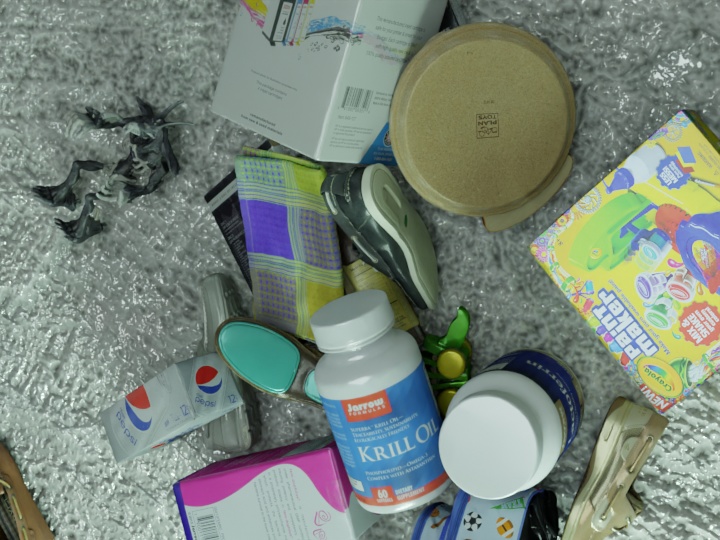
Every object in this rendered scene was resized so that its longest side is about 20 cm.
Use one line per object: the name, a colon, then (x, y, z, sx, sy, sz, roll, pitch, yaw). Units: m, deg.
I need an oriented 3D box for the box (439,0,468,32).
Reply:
box: (-0.007, -0.285, 1.278, 0.198, 0.050, 0.201, -24, 86, 22)

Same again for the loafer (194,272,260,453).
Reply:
loafer: (-0.160, 0.105, 1.367, 0.068, 0.070, 0.204, -6, 94, 12)

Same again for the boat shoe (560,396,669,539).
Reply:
boat shoe: (0.250, 0.231, 1.225, 0.064, 0.071, 0.203, 21, 101, 18)

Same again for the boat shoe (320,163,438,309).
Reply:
boat shoe: (0.027, -0.030, 1.238, 0.067, 0.201, 0.073, -11, 48, 24)

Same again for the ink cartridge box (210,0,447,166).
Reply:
ink cartridge box: (-0.025, -0.221, 1.176, 0.143, 0.146, 0.203, 26, 105, 31)

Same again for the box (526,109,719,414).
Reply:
box: (0.299, -0.011, 1.154, 0.192, 0.122, 0.201, -43, 81, 20)

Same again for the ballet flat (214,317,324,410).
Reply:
ballet flat: (-0.064, 0.105, 1.312, 0.197, 0.072, 0.069, 22, 93, -5)

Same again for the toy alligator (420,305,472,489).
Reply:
toy alligator: (0.087, 0.136, 1.279, 0.053, 0.059, 0.204, 2, 104, 13)

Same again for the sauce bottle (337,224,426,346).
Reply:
sauce bottle: (0.000, 0.000, 1.299, 0.064, 0.065, 0.202, -29, 84, 21)

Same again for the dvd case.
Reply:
dvd case: (-0.086, -0.023, 1.319, 0.148, 0.016, 0.202, -32, 84, 49)

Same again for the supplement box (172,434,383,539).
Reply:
supplement box: (-0.088, 0.250, 1.338, 0.197, 0.103, 0.103, -15, 90, 22)

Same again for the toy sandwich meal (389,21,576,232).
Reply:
toy sandwich meal: (0.122, -0.144, 1.195, 0.201, 0.070, 0.209, -2, 108, -5)

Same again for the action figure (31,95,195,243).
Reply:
action figure: (-0.278, -0.119, 1.371, 0.199, 0.102, 0.120, -40, 70, 21)

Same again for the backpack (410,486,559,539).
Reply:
backpack: (0.126, 0.301, 1.229, 0.152, 0.200, 0.194, 18, 89, 16)

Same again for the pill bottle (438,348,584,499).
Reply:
pill bottle: (0.146, 0.148, 1.186, 0.114, 0.200, 0.118, 2, 97, 20)

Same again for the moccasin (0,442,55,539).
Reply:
moccasin: (-0.452, 0.274, 1.490, 0.073, 0.078, 0.204, -31, 85, 20)

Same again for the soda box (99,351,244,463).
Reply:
soda box: (-0.211, 0.151, 1.345, 0.199, 0.068, 0.064, -32, 77, 49)

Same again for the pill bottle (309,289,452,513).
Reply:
pill bottle: (0.018, 0.128, 1.221, 0.111, 0.112, 0.203, -14, 107, 21)

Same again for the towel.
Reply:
towel: (-0.074, -0.021, 1.278, 0.142, 0.023, 0.203, 17, 120, 42)
